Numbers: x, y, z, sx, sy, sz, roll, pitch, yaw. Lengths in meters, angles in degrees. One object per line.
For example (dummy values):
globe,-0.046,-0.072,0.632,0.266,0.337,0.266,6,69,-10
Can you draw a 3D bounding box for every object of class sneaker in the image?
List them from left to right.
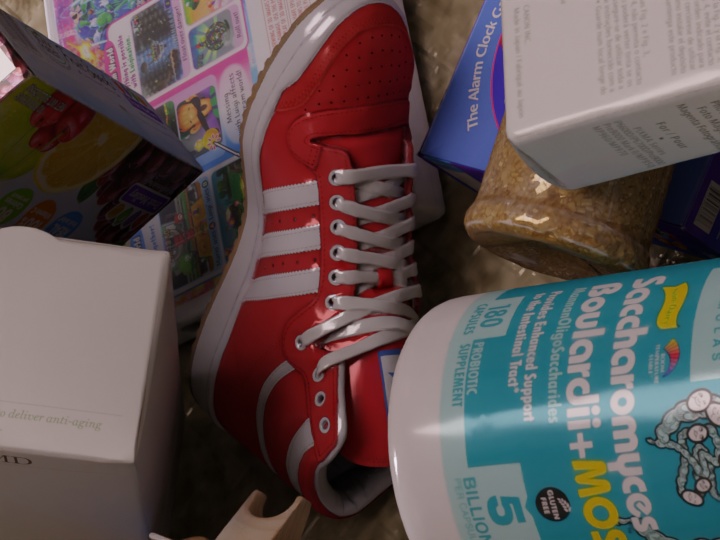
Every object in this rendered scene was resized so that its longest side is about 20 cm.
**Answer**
sneaker,0.000,0.000,0.925,0.112,0.071,0.200,44,129,41

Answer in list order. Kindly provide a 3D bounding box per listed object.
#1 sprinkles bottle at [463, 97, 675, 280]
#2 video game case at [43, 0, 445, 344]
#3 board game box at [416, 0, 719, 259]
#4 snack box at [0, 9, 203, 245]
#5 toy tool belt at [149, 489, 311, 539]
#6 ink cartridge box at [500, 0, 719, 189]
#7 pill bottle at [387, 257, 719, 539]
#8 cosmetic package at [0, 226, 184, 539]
sprinkles bottle,0.096,-0.096,0.858,0.068,0.068,0.200,9,76,42
video game case,-0.057,-0.078,1.062,0.182,0.024,0.200,-26,61,29
board game box,0.120,-0.113,0.925,0.134,0.045,0.200,19,83,43
snack box,-0.157,-0.026,0.959,0.142,0.200,0.053,-41,74,6
toy tool belt,-0.031,0.145,0.875,0.200,0.123,0.125,-2,69,39
ink cartridge box,0.137,-0.127,0.771,0.200,0.057,0.163,-12,65,25
pill bottle,0.118,0.051,0.796,0.200,0.111,0.111,-10,64,29
cosmetic package,-0.126,0.057,0.931,0.108,0.200,0.085,7,70,2
